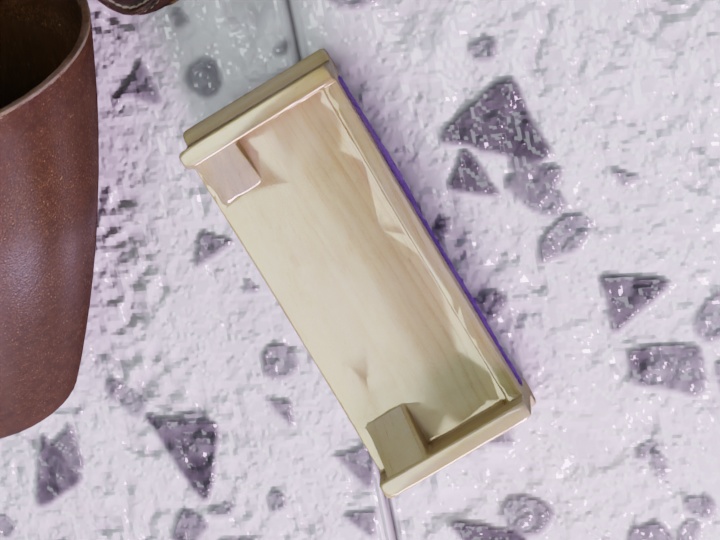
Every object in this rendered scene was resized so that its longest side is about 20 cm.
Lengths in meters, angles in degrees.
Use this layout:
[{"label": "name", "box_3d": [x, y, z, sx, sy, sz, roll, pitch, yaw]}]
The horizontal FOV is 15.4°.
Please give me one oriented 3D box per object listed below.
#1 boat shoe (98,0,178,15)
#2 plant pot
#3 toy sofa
[{"label": "boat shoe", "box_3d": [-0.157, -0.202, 1.257, 0.070, 0.070, 0.200, -34, 94, 30]}, {"label": "plant pot", "box_3d": [-0.203, -0.022, 1.303, 0.186, 0.187, 0.201, 5, 127, 23]}, {"label": "toy sofa", "box_3d": [0.000, 0.000, 1.267, 0.083, 0.098, 0.200, -31, 95, 6]}]
